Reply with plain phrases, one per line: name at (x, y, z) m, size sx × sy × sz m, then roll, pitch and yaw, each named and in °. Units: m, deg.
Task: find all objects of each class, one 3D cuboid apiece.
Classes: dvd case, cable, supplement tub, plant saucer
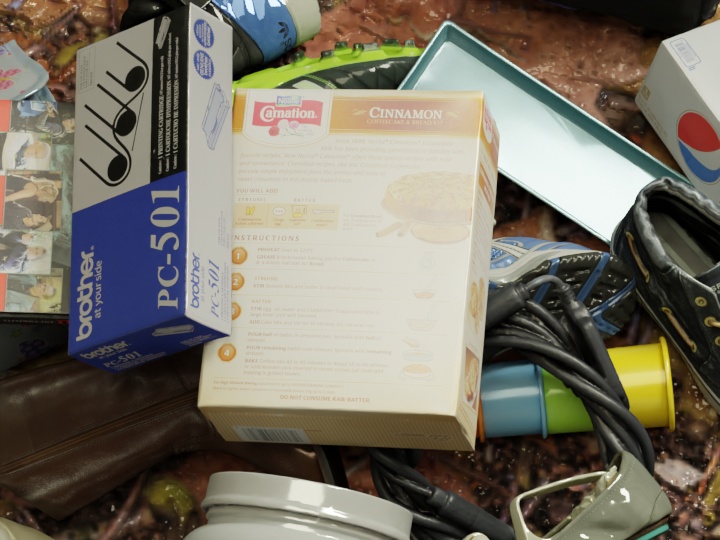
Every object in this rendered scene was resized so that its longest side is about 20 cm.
dvd case at (-0.178, -0.035, 1.634) m, size 0.199 × 0.022 × 0.147 m, roll 1°, pitch 66°, yaw -3°
cable at (0.089, 0.112, 1.619) m, size 0.163 × 0.051 × 0.201 m, roll -23°, pitch 97°, yaw -1°
supplement tub at (-0.047, 0.227, 1.547) m, size 0.144 × 0.145 × 0.201 m, roll 9°, pitch 77°, yaw 6°
plant saucer at (0.119, -0.080, 1.743) m, size 0.200 × 0.019 × 0.070 m, roll 33°, pitch 71°, yaw 3°

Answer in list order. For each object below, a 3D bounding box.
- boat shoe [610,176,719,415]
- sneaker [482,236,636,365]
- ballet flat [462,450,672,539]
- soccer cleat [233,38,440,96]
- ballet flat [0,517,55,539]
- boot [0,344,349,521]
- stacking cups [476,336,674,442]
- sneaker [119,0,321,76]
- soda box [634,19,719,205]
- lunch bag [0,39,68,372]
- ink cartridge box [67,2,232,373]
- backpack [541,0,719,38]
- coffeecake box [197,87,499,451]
boat shoe at (0.230, 0.033, 1.661) m, size 0.071 × 0.091 × 0.200 m, roll -40°, pitch 78°, yaw -13°
sneaker at (0.067, 0.021, 1.675) m, size 0.199 × 0.077 × 0.076 m, roll -3°, pitch 104°, yaw -12°
ballet flat at (0.090, 0.168, 1.552) m, size 0.200 × 0.067 × 0.064 m, roll -30°, pitch 86°, yaw -22°
soccer cleat at (-0.036, -0.100, 1.761) m, size 0.199 × 0.067 × 0.081 m, roll -16°, pitch 102°, yaw -18°
ballet flat at (-0.271, 0.170, 1.643) m, size 0.199 × 0.070 × 0.070 m, roll 9°, pitch 66°, yaw 6°
boot at (-0.120, 0.122, 1.662) m, size 0.199 × 0.064 × 0.187 m, roll -25°, pitch 89°, yaw 5°
stacking cups at (0.094, 0.083, 1.677) m, size 0.199 × 0.061 × 0.061 m, roll -7°, pitch 65°, yaw 5°
sneaker at (-0.126, -0.210, 1.802) m, size 0.111 × 0.077 × 0.200 m, roll -31°, pitch 74°, yaw -21°
soda box at (0.259, -0.063, 1.717) m, size 0.063 × 0.068 × 0.200 m, roll -21°, pitch 65°, yaw -25°
lunch bag at (-0.254, -0.042, 1.707) m, size 0.169 × 0.127 × 0.200 m, roll -23°, pitch 61°, yaw -12°
ink cartridge box at (-0.122, -0.048, 1.583) m, size 0.094 × 0.044 × 0.201 m, roll -19°, pitch 61°, yaw 34°
backpack at (0.174, -0.275, 1.790) m, size 0.182 × 0.135 × 0.201 m, roll 16°, pitch 64°, yaw 8°
coffeecake box at (-0.004, -0.002, 1.584) m, size 0.153 × 0.073 × 0.201 m, roll 2°, pitch 70°, yaw 12°
